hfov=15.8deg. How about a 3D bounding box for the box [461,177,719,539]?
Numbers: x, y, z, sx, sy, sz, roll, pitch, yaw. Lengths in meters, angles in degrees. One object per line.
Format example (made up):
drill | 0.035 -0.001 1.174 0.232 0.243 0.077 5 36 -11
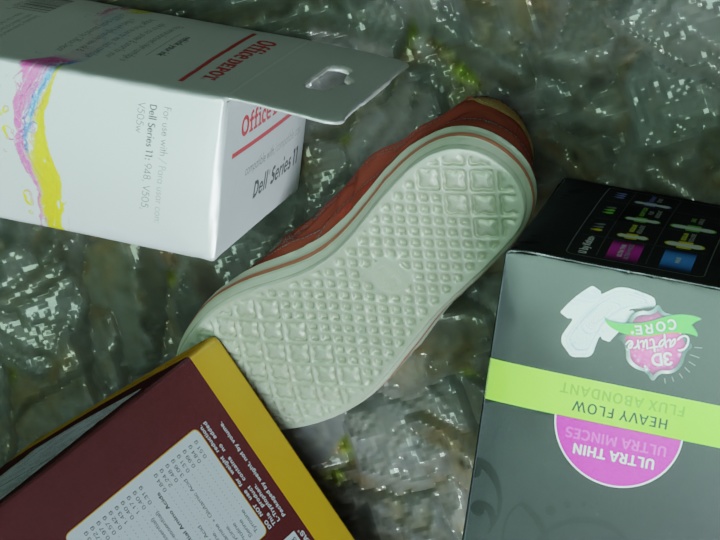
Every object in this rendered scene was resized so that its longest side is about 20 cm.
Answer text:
box | 0.151 0.062 0.978 0.200 0.124 0.149 10 107 11

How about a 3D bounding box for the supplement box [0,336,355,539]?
supplement box | -0.097 0.172 1.020 0.133 0.200 0.197 -30 96 41

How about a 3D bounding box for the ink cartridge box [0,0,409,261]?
ink cartridge box | -0.092 -0.058 1.015 0.200 0.117 0.067 11 109 13

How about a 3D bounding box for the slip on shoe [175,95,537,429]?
slip on shoe | 0.000 0.000 1.040 0.074 0.061 0.200 41 125 -11
